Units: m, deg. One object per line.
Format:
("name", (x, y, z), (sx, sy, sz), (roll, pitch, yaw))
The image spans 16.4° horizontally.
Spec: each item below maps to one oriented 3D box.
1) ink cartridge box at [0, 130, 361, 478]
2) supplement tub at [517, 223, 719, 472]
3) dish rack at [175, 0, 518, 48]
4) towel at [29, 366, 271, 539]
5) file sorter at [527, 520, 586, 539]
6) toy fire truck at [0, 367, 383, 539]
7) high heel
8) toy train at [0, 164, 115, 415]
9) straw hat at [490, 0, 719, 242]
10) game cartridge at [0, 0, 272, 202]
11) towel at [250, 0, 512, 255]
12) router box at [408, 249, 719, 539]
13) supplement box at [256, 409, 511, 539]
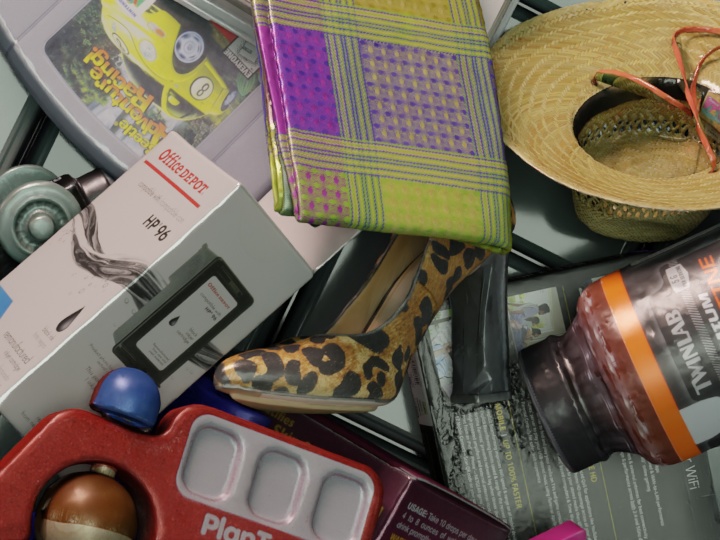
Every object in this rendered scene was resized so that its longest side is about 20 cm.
("ink cartridge box", (-0.102, 0.003, 1.247), (0.200, 0.116, 0.068), (-42, 117, -6))
("supplement tub", (0.185, 0.034, 1.292), (0.200, 0.107, 0.107), (-25, 94, 8))
("dish rack", (0.001, -0.187, 1.341), (0.200, 0.044, 0.172), (30, 74, -11))
("towel", (-0.133, 0.132, 1.294), (0.050, 0.148, 0.200), (34, 88, -20))
("file sorter", (0.094, 0.261, 1.275), (0.139, 0.125, 0.200), (-20, 123, -31))
("toy fire truck", (-0.098, 0.140, 1.179), (0.200, 0.112, 0.168), (23, 74, -21))
("high heel", (0.000, 0.000, 1.271), (0.200, 0.071, 0.143), (-2, 89, -43))
("toy train", (-0.205, 0.025, 1.322), (0.200, 0.085, 0.114), (-28, 107, -9))
("straw hat", (0.158, -0.062, 1.354), (0.200, 0.201, 0.085), (-1, 131, -7))
("game cartridge", (-0.106, -0.114, 1.340), (0.200, 0.041, 0.133), (45, 77, -5))
("towel", (0.006, -0.105, 1.254), (0.143, 0.023, 0.200), (6, 61, -32))
("router box", (0.112, 0.100, 1.371), (0.149, 0.051, 0.201), (-11, 90, -7))
("supplement box", (-0.037, 0.181, 1.303), (0.103, 0.131, 0.200), (33, 86, -49))
